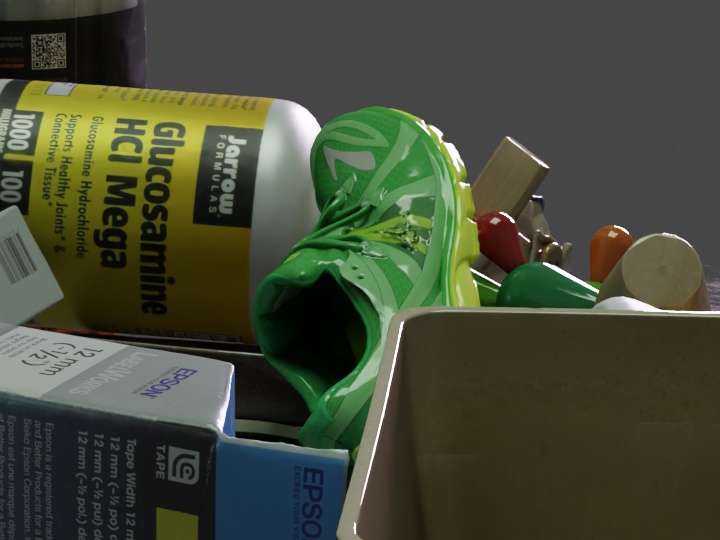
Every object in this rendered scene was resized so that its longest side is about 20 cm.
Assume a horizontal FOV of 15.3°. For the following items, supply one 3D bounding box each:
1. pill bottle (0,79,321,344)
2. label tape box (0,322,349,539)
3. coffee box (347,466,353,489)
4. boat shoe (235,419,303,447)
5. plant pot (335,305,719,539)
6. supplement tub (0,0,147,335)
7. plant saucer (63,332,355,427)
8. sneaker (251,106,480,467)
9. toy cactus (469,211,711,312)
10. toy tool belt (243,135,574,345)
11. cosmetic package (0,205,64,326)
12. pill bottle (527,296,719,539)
[{"bbox_3d":[-0.080,-0.025,1.215,0.199,0.113,0.112,4,17,5],"label":"pill bottle"},{"bbox_3d":[-0.084,0.100,0.870,0.200,0.144,0.066,8,18,23],"label":"label tape box"},{"bbox_3d":[0.070,0.113,1.014,0.199,0.044,0.123,2,17,3],"label":"coffee box"},{"bbox_3d":[-0.087,0.087,1.073,0.201,0.063,0.074,6,-15,-32],"label":"boat shoe"},{"bbox_3d":[0.100,0.124,0.741,0.199,0.178,0.200,2,16,5],"label":"plant pot"},{"bbox_3d":[-0.166,-0.067,1.334,0.122,0.201,0.123,1,16,0],"label":"supplement tub"},{"bbox_3d":[-0.034,0.049,1.172,0.200,0.032,0.200,6,-1,0],"label":"plant saucer"},{"bbox_3d":[0.000,0.000,1.060,0.083,0.074,0.200,14,38,-20],"label":"sneaker"},{"bbox_3d":[0.121,0.025,1.075,0.200,0.102,0.165,33,-18,12],"label":"toy cactus"},{"bbox_3d":[0.012,-0.019,1.321,0.200,0.123,0.125,15,21,40],"label":"toy tool belt"},{"bbox_3d":[-0.231,0.047,1.092,0.151,0.052,0.200,-24,5,26],"label":"cosmetic package"},{"bbox_3d":[0.151,0.096,0.889,0.200,0.113,0.113,23,15,-6],"label":"pill bottle"}]
